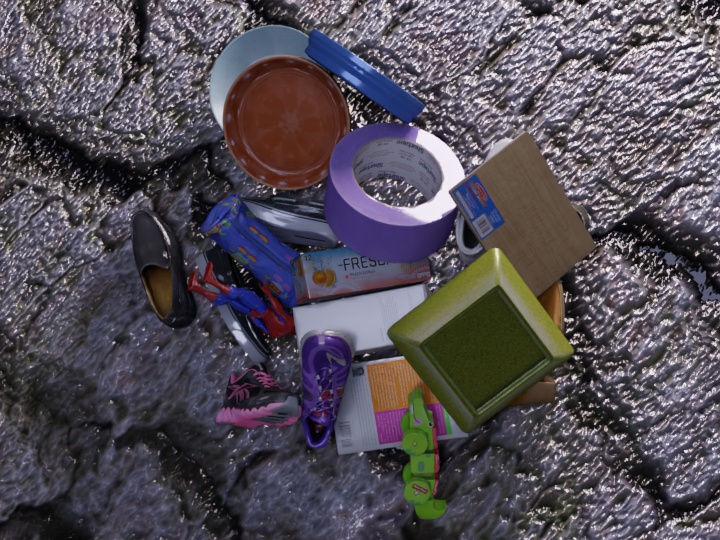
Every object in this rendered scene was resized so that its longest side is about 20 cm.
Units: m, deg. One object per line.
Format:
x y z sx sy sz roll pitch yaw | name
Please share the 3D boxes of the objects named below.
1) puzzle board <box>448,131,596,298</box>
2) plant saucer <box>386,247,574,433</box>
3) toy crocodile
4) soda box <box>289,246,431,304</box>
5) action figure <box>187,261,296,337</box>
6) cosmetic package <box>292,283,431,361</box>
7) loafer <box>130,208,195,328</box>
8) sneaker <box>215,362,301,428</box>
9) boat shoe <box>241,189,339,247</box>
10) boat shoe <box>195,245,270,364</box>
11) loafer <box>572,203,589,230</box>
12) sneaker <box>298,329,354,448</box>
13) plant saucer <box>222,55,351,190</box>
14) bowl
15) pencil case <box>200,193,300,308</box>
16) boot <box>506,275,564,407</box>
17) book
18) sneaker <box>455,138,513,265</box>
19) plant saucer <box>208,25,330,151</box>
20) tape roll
0.230 -0.072 1.285 0.150 0.017 0.201 -37 101 -14 | puzzle board
0.172 0.107 1.263 0.199 0.048 0.200 -38 102 5 | plant saucer
0.090 0.268 1.312 0.061 0.068 0.202 -3 104 2 | toy crocodile
0.000 0.000 1.335 0.198 0.064 0.069 -8 83 -23 | soda box
-0.158 0.050 1.343 0.065 0.199 0.052 -29 39 36 | action figure
0.009 0.080 1.348 0.198 0.108 0.086 -9 84 7 | cosmetic package
-0.317 -0.008 1.426 0.072 0.072 0.201 -26 80 7 | loafer
-0.150 0.181 1.341 0.079 0.199 0.096 21 69 -32 | sneaker
-0.117 -0.088 1.412 0.198 0.072 0.071 14 64 11 | boat shoe
-0.187 0.049 1.403 0.056 0.069 0.201 -32 78 4 | boat shoe
0.254 -0.026 1.337 0.200 0.070 0.075 -40 80 4 | loafer
-0.049 0.170 1.285 0.080 0.084 0.202 1 125 -3 | sneaker
-0.111 -0.224 1.381 0.198 0.032 0.202 3 107 9 | plant saucer
0.003 -0.283 1.338 0.200 0.200 0.040 37 99 10 | bowl
-0.143 -0.027 1.360 0.200 0.087 0.078 42 73 -16 | pencil case
0.217 0.099 1.324 0.142 0.071 0.203 4 93 -1 | boot
0.055 0.196 1.362 0.198 0.048 0.135 -9 87 9 | book
0.194 -0.108 1.333 0.073 0.116 0.202 18 86 12 | sneaker
-0.140 -0.285 1.442 0.199 0.039 0.203 -1 84 9 | plant saucer
0.048 -0.115 1.322 0.198 0.085 0.201 5 53 -6 | tape roll
